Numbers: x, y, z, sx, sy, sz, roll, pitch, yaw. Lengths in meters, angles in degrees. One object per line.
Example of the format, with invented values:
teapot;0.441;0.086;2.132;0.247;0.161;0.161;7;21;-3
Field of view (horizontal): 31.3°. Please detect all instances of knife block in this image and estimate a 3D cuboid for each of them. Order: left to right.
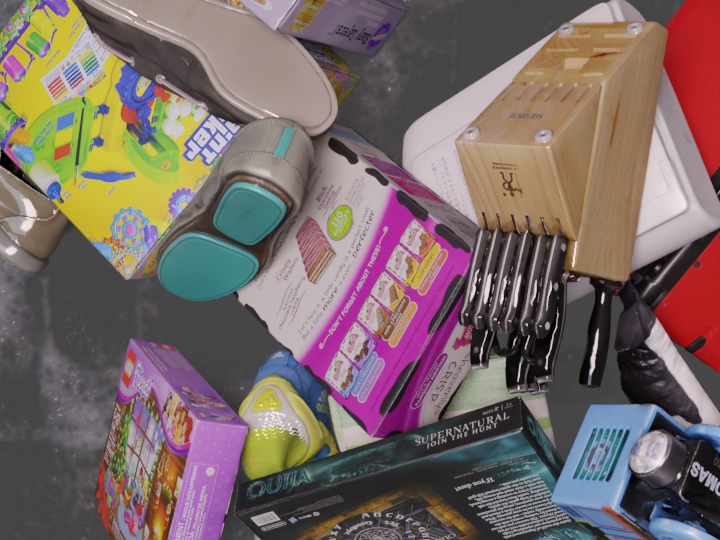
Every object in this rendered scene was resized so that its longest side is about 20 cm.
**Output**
knife block;0.127;-0.029;0.763;0.064;0.200;0.176;9;133;38

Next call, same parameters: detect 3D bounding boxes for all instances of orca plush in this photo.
orca plush;0.192;0.101;0.818;0.071;0.200;0.105;-35;45;6

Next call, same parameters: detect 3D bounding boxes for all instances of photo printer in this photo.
photo printer;0.119;-0.058;0.847;0.200;0.069;0.167;-31;65;31

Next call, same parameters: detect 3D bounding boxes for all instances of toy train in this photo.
toy train;0.214;0.152;0.765;0.200;0.114;0.087;36;70;-25

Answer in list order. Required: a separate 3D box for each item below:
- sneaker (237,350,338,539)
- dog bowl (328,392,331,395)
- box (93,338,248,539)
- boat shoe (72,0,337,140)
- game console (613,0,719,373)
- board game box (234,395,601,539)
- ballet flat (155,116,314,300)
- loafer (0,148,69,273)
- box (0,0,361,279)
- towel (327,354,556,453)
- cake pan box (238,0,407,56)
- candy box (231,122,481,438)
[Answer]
sneaker;-0.039;0.141;0.933;0.075;0.105;0.200;-1;130;7
dog bowl;0.031;0.084;0.924;0.111;0.050;0.201;-24;86;18
box;-0.142;0.141;0.919;0.039;0.200;0.137;11;97;-24
boat shoe;-0.100;-0.139;0.833;0.200;0.057;0.067;33;66;9
game console;0.248;-0.055;0.863;0.172;0.119;0.200;32;105;-18
board game box;0.039;0.157;0.822;0.199;0.028;0.135;-19;130;21
ballet flat;-0.078;-0.038;0.834;0.067;0.200;0.064;26;61;-14
loafer;-0.298;-0.090;1.017;0.070;0.075;0.200;-42;85;4
box;-0.145;-0.132;0.931;0.193;0.122;0.200;45;104;11
towel;0.067;0.161;0.879;0.152;0.023;0.201;-10;98;20
cake pan box;-0.078;-0.231;0.872;0.200;0.184;0.052;42;104;11
candy box;0.000;0.000;0.852;0.200;0.061;0.137;42;110;39
